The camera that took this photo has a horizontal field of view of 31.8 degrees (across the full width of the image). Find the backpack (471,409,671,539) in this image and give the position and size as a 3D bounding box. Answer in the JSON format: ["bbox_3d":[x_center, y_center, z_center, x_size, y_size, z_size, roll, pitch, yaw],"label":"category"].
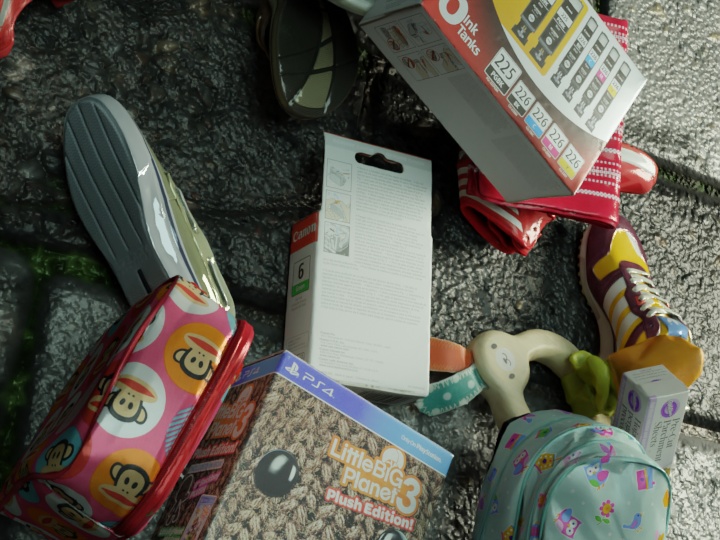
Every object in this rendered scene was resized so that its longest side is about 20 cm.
[{"bbox_3d":[0.160,0.211,0.973,0.166,0.126,0.201,5,97,-28],"label":"backpack"}]

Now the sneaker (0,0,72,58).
[{"bbox_3d":[-0.236,-0.237,0.929,0.085,0.077,0.201,43,65,-27],"label":"sneaker"}]

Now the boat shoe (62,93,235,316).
[{"bbox_3d":[-0.155,-0.034,0.925,0.062,0.072,0.201,-25,94,-58],"label":"boat shoe"}]

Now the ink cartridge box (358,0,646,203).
[{"bbox_3d":[0.127,-0.187,1.001,0.200,0.084,0.176,46,64,-24],"label":"ink cartridge box"}]

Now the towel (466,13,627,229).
[{"bbox_3d":[0.165,-0.141,1.091,0.144,0.022,0.201,11,74,-18],"label":"towel"}]

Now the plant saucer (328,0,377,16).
[{"bbox_3d":[-0.009,-0.275,1.038,0.199,0.050,0.201,17,55,-26],"label":"plant saucer"}]

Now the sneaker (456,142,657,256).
[{"bbox_3d":[0.171,-0.062,1.131,0.199,0.078,0.116,10,80,-16],"label":"sneaker"}]

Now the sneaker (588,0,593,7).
[{"bbox_3d":[0.119,-0.240,1.146,0.199,0.076,0.091,9,78,-20],"label":"sneaker"}]

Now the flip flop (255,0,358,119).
[{"bbox_3d":[-0.056,-0.205,1.034,0.081,0.058,0.201,5,58,-35],"label":"flip flop"}]

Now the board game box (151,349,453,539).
[{"bbox_3d":[-0.049,0.188,0.901,0.159,0.097,0.201,33,62,-20],"label":"board game box"}]

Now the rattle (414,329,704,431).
[{"bbox_3d":[0.153,0.083,1.029,0.199,0.143,0.131,30,66,-24],"label":"rattle"}]

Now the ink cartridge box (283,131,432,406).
[{"bbox_3d":[0.000,0.000,1.012,0.108,0.050,0.201,12,70,-28],"label":"ink cartridge box"}]

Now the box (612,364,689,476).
[{"bbox_3d":[0.224,0.171,1.034,0.041,0.039,0.201,-8,123,-22],"label":"box"}]

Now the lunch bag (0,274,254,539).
[{"bbox_3d":[-0.148,0.085,0.809,0.082,0.200,0.177,33,62,-14],"label":"lunch bag"}]

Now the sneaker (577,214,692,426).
[{"bbox_3d":[0.254,0.039,1.132,0.075,0.090,0.201,0,77,-31],"label":"sneaker"}]
